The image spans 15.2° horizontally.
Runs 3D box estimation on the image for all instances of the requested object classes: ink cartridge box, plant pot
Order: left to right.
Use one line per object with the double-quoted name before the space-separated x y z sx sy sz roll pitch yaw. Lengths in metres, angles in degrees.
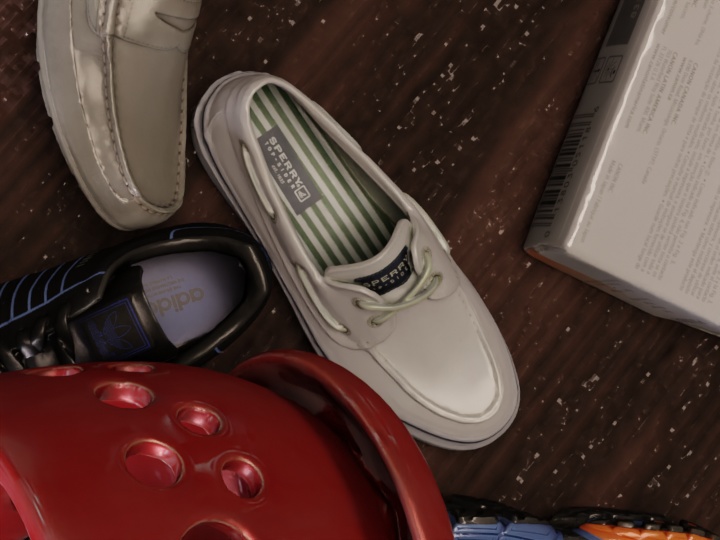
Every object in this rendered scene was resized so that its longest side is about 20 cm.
"plant pot" -0.075 0.127 1.049 0.182 0.200 0.201 -13 92 -34
"ink cartridge box" 0.191 -0.044 1.236 0.200 0.050 0.162 26 81 -23

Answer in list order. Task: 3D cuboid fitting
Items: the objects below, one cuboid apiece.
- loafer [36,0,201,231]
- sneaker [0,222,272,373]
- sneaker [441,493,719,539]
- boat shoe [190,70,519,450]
"loafer" -0.095 -0.118 1.127 0.070 0.070 0.200 -7 92 28
"sneaker" -0.129 0.031 1.115 0.200 0.078 0.070 -27 95 -15
"sneaker" 0.065 0.141 1.175 0.200 0.075 0.079 6 90 -15
"boat shoe" 0.000 0.000 1.160 0.074 0.067 0.200 -45 101 -12
